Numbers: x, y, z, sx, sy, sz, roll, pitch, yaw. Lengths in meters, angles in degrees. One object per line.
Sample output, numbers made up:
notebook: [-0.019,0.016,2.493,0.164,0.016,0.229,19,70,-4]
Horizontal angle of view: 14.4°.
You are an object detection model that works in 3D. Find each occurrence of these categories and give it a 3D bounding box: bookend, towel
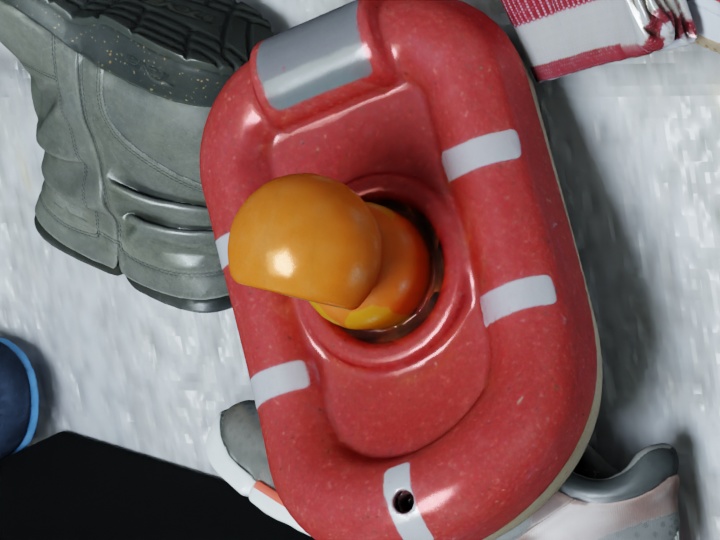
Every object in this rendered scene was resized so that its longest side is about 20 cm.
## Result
bookend: [-0.107,0.156,1.116,0.199,0.198,0.093,13,113,33]
towel: [0.045,-0.160,0.940,0.144,0.023,0.201,179,70,-76]

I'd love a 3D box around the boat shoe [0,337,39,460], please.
boat shoe: [-0.227,0.065,1.251,0.199,0.068,0.085,-8,84,39]

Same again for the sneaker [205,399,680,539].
sneaker: [0.036,0.068,1.066,0.199,0.077,0.082,16,99,26]

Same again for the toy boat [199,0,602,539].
toy boat: [0.000,0.000,0.980,0.130,0.131,0.201,-21,75,25]

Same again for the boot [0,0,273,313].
boot: [-0.121,-0.068,1.132,0.200,0.068,0.131,31,130,27]

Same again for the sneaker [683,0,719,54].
sneaker: [0.133,-0.121,0.856,0.200,0.071,0.113,28,135,60]
